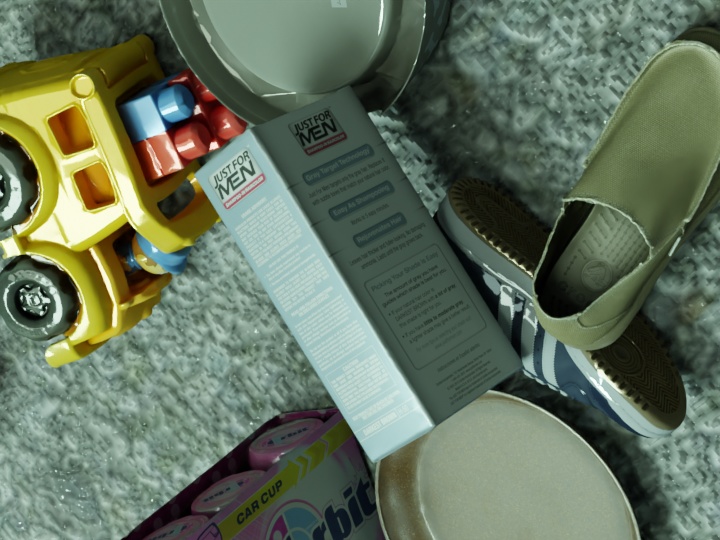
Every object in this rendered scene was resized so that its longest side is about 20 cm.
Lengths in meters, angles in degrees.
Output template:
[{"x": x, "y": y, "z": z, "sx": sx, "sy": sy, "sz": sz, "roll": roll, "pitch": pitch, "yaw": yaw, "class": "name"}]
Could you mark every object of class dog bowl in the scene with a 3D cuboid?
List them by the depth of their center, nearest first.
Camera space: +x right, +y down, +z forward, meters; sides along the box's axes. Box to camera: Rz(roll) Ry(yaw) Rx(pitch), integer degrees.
[{"x": -0.032, "y": -0.182, "z": 1.247, "sx": 0.199, "sy": 0.059, "sz": 0.201, "roll": 16, "pitch": 121, "yaw": 28, "class": "dog bowl"}]

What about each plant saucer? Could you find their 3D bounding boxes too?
[{"x": 0.101, "y": 0.163, "z": 1.338, "sx": 0.199, "sy": 0.032, "sz": 0.201, "roll": 15, "pitch": 119, "yaw": 29, "class": "plant saucer"}]

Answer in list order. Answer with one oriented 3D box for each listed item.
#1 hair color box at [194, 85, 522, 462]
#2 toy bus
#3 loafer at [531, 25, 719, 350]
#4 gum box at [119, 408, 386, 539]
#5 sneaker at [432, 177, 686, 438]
[{"x": 0.000, "y": 0.000, "z": 1.202, "sx": 0.061, "sy": 0.099, "sz": 0.200, "roll": -34, "pitch": 86, "yaw": 41, "class": "hair color box"}, {"x": -0.158, "y": -0.057, "z": 1.366, "sx": 0.191, "sy": 0.136, "sz": 0.201, "roll": -15, "pitch": 105, "yaw": 23, "class": "toy bus"}, {"x": 0.158, "y": -0.042, "z": 1.142, "sx": 0.076, "sy": 0.067, "sz": 0.201, "roll": 28, "pitch": 102, "yaw": 18, "class": "loafer"}, {"x": -0.069, "y": 0.188, "z": 1.358, "sx": 0.066, "sy": 0.200, "sz": 0.114, "roll": -9, "pitch": 108, "yaw": 37, "class": "gum box"}, {"x": 0.104, "y": 0.047, "z": 1.253, "sx": 0.200, "sy": 0.070, "sz": 0.109, "roll": 47, "pitch": 127, "yaw": 15, "class": "sneaker"}]
